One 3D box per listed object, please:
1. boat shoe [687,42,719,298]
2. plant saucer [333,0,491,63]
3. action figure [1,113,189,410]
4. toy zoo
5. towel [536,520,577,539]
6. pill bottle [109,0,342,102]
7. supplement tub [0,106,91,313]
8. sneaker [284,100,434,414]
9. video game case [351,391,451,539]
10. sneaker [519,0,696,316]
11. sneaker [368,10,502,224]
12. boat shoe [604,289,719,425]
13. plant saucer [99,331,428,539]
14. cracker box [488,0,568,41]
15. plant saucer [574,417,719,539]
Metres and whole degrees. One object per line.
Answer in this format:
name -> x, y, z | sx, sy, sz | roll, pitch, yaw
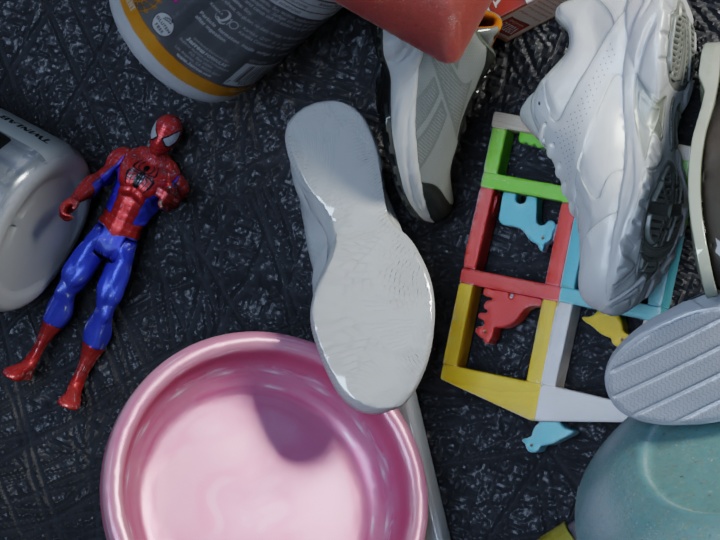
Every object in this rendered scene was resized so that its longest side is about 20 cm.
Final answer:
boat shoe -> 0.222, -0.063, 1.540 | 0.061, 0.072, 0.201 | -3, 42, 14
plant saucer -> 0.014, -0.248, 1.555 | 0.200, 0.037, 0.200 | 29, 67, -2
action figure -> -0.166, -0.010, 1.723 | 0.065, 0.099, 0.200 | 27, 94, 7
toy zoo -> 0.124, 0.012, 1.646 | 0.131, 0.020, 0.200 | 12, 90, 22
towel -> 0.097, 0.257, 1.625 | 0.200, 0.023, 0.144 | -38, 86, 15
pill bottle -> -0.052, -0.200, 1.658 | 0.200, 0.116, 0.116 | -38, 73, 32
supplement tub -> -0.285, -0.065, 1.761 | 0.200, 0.123, 0.123 | 28, 97, 21
sneaker -> 0.000, 0.000, 1.659 | 0.075, 0.088, 0.200 | -9, 68, -4
video game case -> -0.034, 0.163, 1.698 | 0.182, 0.023, 0.200 | -16, 81, 20
sneaker -> 0.141, -0.071, 1.603 | 0.099, 0.078, 0.200 | 2, 76, 28
sneaker -> 0.047, -0.112, 1.620 | 0.079, 0.200, 0.074 | -8, 38, -5
boat shoe -> 0.233, 0.027, 1.534 | 0.200, 0.071, 0.072 | -24, 106, 11
plant saucer -> -0.061, 0.138, 1.626 | 0.200, 0.051, 0.201 | 5, 72, -16
cracker box -> 0.139, -0.244, 1.640 | 0.200, 0.058, 0.134 | -27, 76, 19
plant saucer -> 0.214, 0.112, 1.527 | 0.201, 0.039, 0.201 | -13, 40, 11
